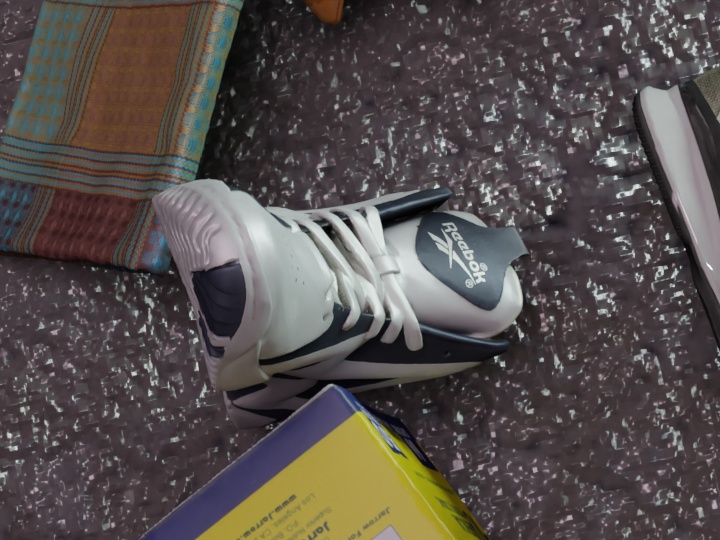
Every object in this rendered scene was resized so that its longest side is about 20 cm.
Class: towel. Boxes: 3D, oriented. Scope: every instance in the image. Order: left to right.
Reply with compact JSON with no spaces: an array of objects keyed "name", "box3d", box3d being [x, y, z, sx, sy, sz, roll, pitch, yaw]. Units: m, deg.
[{"name":"towel","box3d":[-0.096,-0.099,0.912,0.147,0.022,0.200,6,79,53]}]

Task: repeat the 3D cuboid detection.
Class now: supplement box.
[{"name":"supplement box","box3d":[0.020,0.157,0.832,0.110,0.109,0.200,-39,74,4]}]

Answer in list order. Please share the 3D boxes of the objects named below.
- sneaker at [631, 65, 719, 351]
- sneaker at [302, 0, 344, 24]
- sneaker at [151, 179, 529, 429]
[{"name":"sneaker","box3d":[0.187,0.001,0.839,0.115,0.076,0.201,-22,73,10]},{"name":"sneaker","box3d":[0.054,-0.168,0.917,0.200,0.073,0.085,-28,99,5]},{"name":"sneaker","box3d":[0.000,0.000,0.827,0.130,0.199,0.080,-19,69,-3]}]
